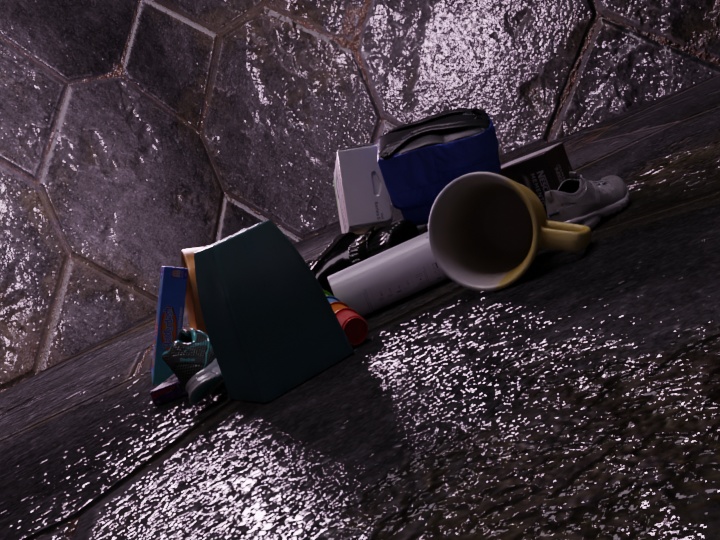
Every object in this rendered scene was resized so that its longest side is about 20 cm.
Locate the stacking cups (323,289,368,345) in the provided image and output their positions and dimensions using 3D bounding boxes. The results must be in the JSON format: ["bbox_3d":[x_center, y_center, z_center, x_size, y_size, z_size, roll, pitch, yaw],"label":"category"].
[{"bbox_3d":[-0.045,0.064,1.213,0.060,0.062,0.200,-25,14,-14],"label":"stacking cups"}]

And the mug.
[{"bbox_3d":[0.198,-0.047,1.142,0.151,0.186,0.153,-55,-16,21],"label":"mug"}]

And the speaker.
[{"bbox_3d":[0.049,0.008,1.318,0.197,0.083,0.081,-24,7,0],"label":"speaker"}]

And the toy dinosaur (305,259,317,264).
[{"bbox_3d":[-0.128,0.064,1.446,0.199,0.078,0.101,-37,39,-25],"label":"toy dinosaur"}]

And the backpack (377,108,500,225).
[{"bbox_3d":[0.142,-0.181,1.441,0.196,0.170,0.163,-18,28,9],"label":"backpack"}]

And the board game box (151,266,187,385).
[{"bbox_3d":[-0.343,0.095,1.514,0.044,0.205,0.152,5,-2,-15],"label":"board game box"}]

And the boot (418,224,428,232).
[{"bbox_3d":[0.122,-0.065,1.633,0.165,0.078,0.200,-18,1,17],"label":"boot"}]

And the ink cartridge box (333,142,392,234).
[{"bbox_3d":[0.002,-0.132,1.573,0.082,0.149,0.200,-9,-10,-5],"label":"ink cartridge box"}]

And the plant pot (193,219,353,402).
[{"bbox_3d":[-0.131,0.047,1.115,0.140,0.203,0.141,-26,7,-28],"label":"plant pot"}]

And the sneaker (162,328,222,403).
[{"bbox_3d":[-0.226,0.117,1.242,0.078,0.091,0.200,-45,1,11],"label":"sneaker"}]

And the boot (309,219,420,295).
[{"bbox_3d":[-0.001,-0.002,1.399,0.156,0.080,0.213,-6,40,38],"label":"boot"}]

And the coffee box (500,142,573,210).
[{"bbox_3d":[0.278,-0.135,1.498,0.198,0.115,0.079,-18,8,42],"label":"coffee box"}]

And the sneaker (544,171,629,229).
[{"bbox_3d":[0.336,-0.113,1.250,0.074,0.083,0.199,-17,9,42],"label":"sneaker"}]

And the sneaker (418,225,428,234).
[{"bbox_3d":[0.150,-0.042,1.403,0.198,0.079,0.091,-22,11,34],"label":"sneaker"}]

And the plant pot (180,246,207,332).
[{"bbox_3d":[-0.235,0.048,1.608,0.179,0.205,0.200,-9,3,-16],"label":"plant pot"}]

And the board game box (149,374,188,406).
[{"bbox_3d":[-0.258,0.163,1.420,0.118,0.033,0.200,-18,8,15],"label":"board game box"}]
